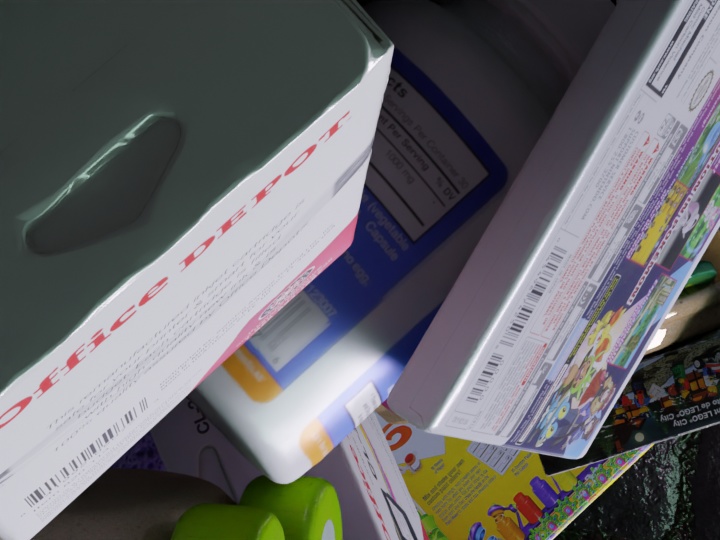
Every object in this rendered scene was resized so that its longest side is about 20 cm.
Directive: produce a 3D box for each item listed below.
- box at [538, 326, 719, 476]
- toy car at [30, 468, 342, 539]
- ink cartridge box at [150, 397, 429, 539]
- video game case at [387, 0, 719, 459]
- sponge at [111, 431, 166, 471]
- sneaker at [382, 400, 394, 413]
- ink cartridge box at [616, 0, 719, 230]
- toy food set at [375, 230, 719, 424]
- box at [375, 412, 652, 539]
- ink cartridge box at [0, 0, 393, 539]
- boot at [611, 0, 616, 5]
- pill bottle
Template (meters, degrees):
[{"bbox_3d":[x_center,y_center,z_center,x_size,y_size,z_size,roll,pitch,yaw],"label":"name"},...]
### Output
[{"bbox_3d":[0.146,0.052,1.062,0.136,0.038,0.200,-17,179,5],"label":"box"},{"bbox_3d":[-0.103,0.175,0.807,0.158,0.164,0.201,-7,99,-76],"label":"toy car"},{"bbox_3d":[-0.024,0.122,1.105,0.083,0.146,0.200,-25,159,4],"label":"ink cartridge box"},{"bbox_3d":[0.096,-0.026,0.799,0.200,0.023,0.182,-60,157,4],"label":"video game case"},{"bbox_3d":[-0.059,0.057,1.210,0.200,0.030,0.112,-45,172,6],"label":"sponge"},{"bbox_3d":[0.000,0.000,0.942,0.088,0.081,0.200,-55,-154,-12],"label":"sneaker"},{"bbox_3d":[0.183,-0.128,0.946,0.144,0.085,0.200,-40,143,-23],"label":"ink cartridge box"},{"bbox_3d":[0.088,0.024,1.032,0.200,0.049,0.198,-18,179,38],"label":"toy food set"},{"bbox_3d":[0.092,0.060,1.382,0.200,0.193,0.122,-47,171,31],"label":"box"},{"bbox_3d":[-0.073,-0.012,0.588,0.146,0.083,0.200,-42,172,-11],"label":"ink cartridge box"},{"bbox_3d":[0.094,-0.100,1.068,0.095,0.074,0.200,-4,154,-40],"label":"boot"},{"bbox_3d":[0.008,-0.028,0.808,0.200,0.112,0.112,-42,172,-8],"label":"pill bottle"}]
